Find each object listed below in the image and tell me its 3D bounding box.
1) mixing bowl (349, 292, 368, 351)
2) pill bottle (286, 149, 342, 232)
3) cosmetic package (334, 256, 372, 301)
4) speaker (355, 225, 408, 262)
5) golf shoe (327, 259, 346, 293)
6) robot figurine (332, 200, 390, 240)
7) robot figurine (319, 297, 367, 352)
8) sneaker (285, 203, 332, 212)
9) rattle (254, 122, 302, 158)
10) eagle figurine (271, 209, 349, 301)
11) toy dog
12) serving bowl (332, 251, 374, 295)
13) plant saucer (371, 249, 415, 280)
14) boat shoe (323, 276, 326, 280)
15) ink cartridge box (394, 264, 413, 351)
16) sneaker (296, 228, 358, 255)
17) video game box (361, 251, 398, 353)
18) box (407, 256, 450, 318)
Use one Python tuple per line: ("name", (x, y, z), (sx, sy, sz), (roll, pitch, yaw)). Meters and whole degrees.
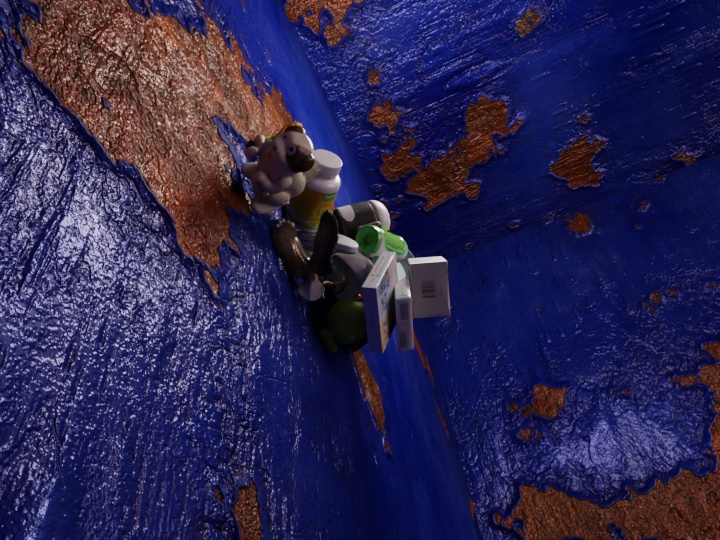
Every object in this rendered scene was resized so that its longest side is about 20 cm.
("mixing bowl", (0.006, 0.136, 1.743), (0.108, 0.200, 0.200), (43, 14, -6))
("pill bottle", (-0.117, -0.209, 1.514), (0.112, 0.110, 0.201), (-100, -152, -48))
("cosmetic package", (-0.029, -0.038, 1.887), (0.200, 0.165, 0.168), (-93, 159, -63))
("speaker", (0.064, -0.072, 1.652), (0.200, 0.088, 0.089), (16, 52, -61))
("golf shoe", (-0.112, -0.021, 1.719), (0.201, 0.077, 0.094), (64, 20, 9))
("robot figurine", (-0.009, -0.135, 1.719), (0.125, 0.198, 0.151), (97, -28, -52))
("robot figurine", (-0.034, 0.137, 1.563), (0.116, 0.175, 0.200), (57, -14, 5))
("sneaker", (-0.148, -0.180, 1.693), (0.200, 0.111, 0.078), (-47, 114, -79))
("rattle", (-0.211, -0.300, 1.559), (0.201, 0.141, 0.131), (-109, -168, -51))
("eagle figurine", (-0.128, -0.035, 1.459), (0.150, 0.151, 0.202), (21, -49, 43))
("toy dog", (-0.172, -0.236, 1.330), (0.200, 0.192, 0.141), (133, -47, -58))
("serving bowl", (0.000, 0.000, 1.622), (0.200, 0.066, 0.200), (47, -9, 10))
("plant saucer", (0.101, 0.010, 1.774), (0.200, 0.039, 0.203), (15, 64, -33))
("boat shoe", (-0.136, -0.042, 1.639), (0.075, 0.092, 0.202), (-65, 161, -82))
("ink cartridge box", (0.118, 0.099, 1.590), (0.200, 0.050, 0.162), (-91, 176, -64))
("sneaker", (-0.094, -0.061, 1.546), (0.073, 0.198, 0.072), (-25, 124, -55))
("video game box", (0.058, 0.081, 1.515), (0.183, 0.046, 0.202), (-61, 149, -55))
("box", (0.193, 0.043, 1.652), (0.200, 0.105, 0.154), (-57, 142, -83))
